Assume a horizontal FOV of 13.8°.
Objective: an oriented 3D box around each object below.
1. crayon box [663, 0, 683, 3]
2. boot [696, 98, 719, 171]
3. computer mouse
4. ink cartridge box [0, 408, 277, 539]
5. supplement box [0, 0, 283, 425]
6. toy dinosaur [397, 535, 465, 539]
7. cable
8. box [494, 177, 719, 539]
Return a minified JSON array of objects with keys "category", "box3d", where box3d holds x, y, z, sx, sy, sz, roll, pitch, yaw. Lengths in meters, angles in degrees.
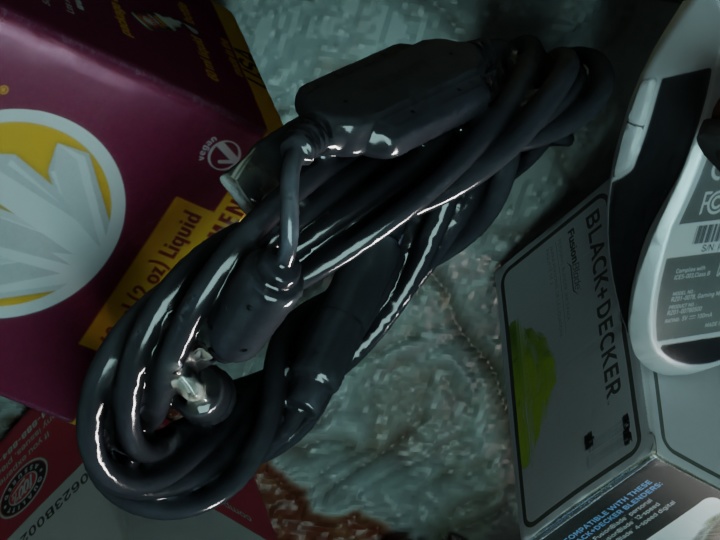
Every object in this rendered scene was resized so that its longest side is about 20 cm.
[{"category":"crayon box","box3d":[0.030,-0.152,0.831,0.199,0.051,0.127,7,120,-21]},{"category":"boot","box3d":[0.197,-0.094,0.835,0.188,0.068,0.201,15,99,-27]},{"category":"computer mouse","box3d":[0.108,-0.064,0.857,0.109,0.044,0.201,-6,120,-40]},{"category":"ink cartridge box","box3d":[-0.085,0.149,0.897,0.083,0.200,0.145,34,107,-32]},{"category":"supplement box","box3d":[-0.135,-0.050,0.823,0.200,0.086,0.110,24,112,-29]},{"category":"toy dinosaur","box3d":[-0.030,0.188,1.017,0.135,0.086,0.200,10,124,-31]},{"category":"cable","box3d":[0.000,0.000,0.857,0.200,0.051,0.163,-31,157,-54]},{"category":"box","box3d":[0.138,0.065,0.962,0.200,0.117,0.060,28,130,-32]}]
